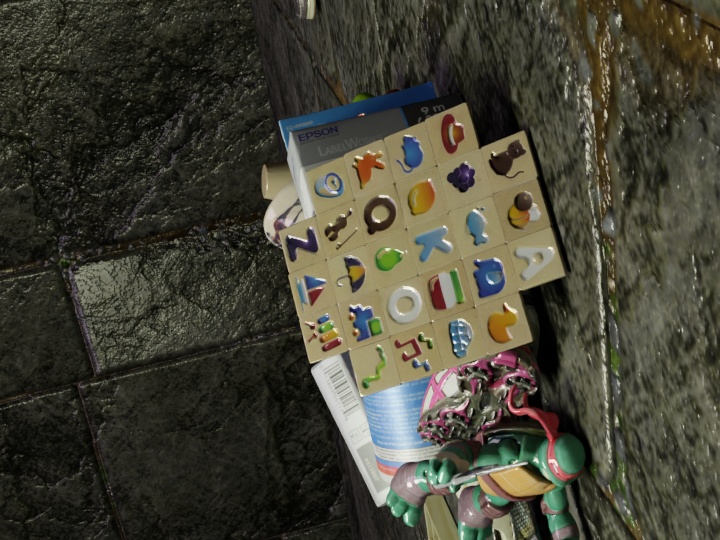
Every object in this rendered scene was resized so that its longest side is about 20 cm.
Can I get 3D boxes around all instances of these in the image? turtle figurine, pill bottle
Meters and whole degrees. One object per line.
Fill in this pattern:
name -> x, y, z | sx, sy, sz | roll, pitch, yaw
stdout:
turtle figurine -> 0.108, 0.158, 0.838 | 0.149, 0.101, 0.200 | 39, 151, -11
pill bottle -> 0.051, 0.095, 1.112 | 0.112, 0.111, 0.203 | -138, 35, -78

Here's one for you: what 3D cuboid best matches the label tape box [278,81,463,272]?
label tape box -> 0.020, -0.081, 0.911 | 0.066, 0.141, 0.202 | 86, 168, -56

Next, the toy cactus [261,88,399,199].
toy cactus -> -0.012, -0.083, 1.083 | 0.102, 0.163, 0.203 | 125, 142, -67

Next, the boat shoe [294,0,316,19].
boat shoe -> -0.106, -0.441, 1.577 | 0.072, 0.064, 0.202 | -129, 26, -70

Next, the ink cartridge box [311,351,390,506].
ink cartridge box -> 0.042, 0.159, 1.269 | 0.199, 0.057, 0.164 | -6, -115, -58

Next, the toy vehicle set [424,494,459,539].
toy vehicle set -> 0.119, 0.404, 1.479 | 0.125, 0.026, 0.202 | -116, 14, -60

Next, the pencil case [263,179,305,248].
pencil case -> 0.000, 0.000, 0.956 | 0.200, 0.077, 0.090 | 44, 129, 34

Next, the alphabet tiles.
alphabet tiles -> 0.037, -0.013, 0.791 | 0.006, 0.198, 0.168 | 10, -117, -62

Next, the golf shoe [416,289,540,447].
golf shoe -> 0.096, 0.077, 0.896 | 0.201, 0.072, 0.093 | 113, 171, -57

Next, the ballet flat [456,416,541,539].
ballet flat -> 0.117, 0.200, 0.966 | 0.072, 0.071, 0.203 | -158, 56, -81
